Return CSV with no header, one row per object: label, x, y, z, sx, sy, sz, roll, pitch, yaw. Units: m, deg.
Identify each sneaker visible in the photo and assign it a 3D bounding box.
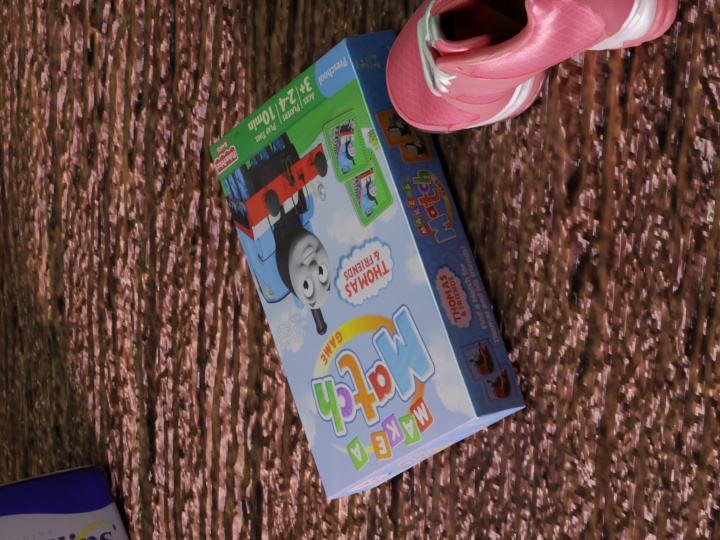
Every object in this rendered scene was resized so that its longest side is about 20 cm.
sneaker,0.054,-0.113,1.255,0.200,0.086,0.074,-27,77,55

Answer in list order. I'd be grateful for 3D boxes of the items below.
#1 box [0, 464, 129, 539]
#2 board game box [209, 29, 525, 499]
box,-0.204,0.248,1.722,0.184,0.105,0.201,-39,69,53
board game box,0.000,0.000,1.413,0.151,0.036,0.201,-34,73,53
